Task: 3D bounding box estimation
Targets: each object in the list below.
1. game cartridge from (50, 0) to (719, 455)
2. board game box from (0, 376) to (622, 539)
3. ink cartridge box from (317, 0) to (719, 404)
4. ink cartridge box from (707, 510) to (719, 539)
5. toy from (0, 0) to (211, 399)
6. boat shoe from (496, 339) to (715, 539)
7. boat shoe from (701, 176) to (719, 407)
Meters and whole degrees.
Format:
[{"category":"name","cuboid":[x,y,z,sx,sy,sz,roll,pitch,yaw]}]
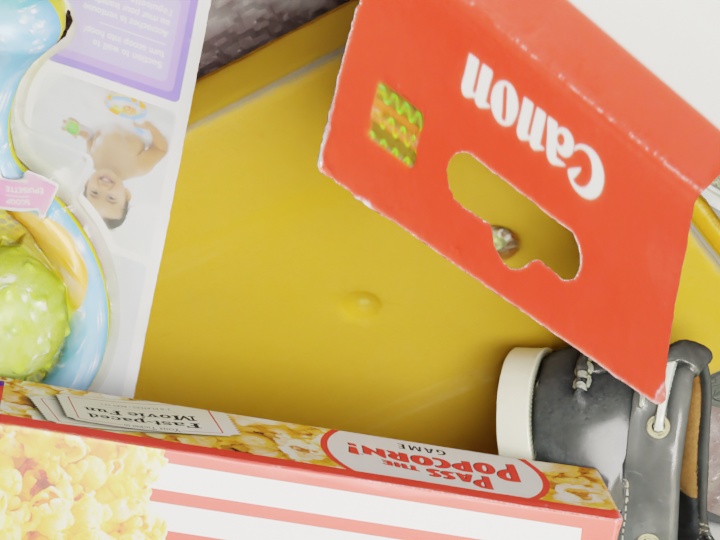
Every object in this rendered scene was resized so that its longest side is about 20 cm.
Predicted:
[{"category":"game cartridge","cuboid":[0.000,0.000,0.803,0.200,0.032,0.176,-23,131,24]},{"category":"board game box","cuboid":[-0.040,0.117,0.742,0.200,0.046,0.152,9,104,-7]},{"category":"ink cartridge box","cuboid":[0.075,-0.086,0.711,0.162,0.050,0.200,34,61,-42]},{"category":"ink cartridge box","cuboid":[0.036,0.145,0.851,0.200,0.047,0.160,14,90,-30]},{"category":"toy","cuboid":[-0.118,-0.004,0.751,0.115,0.047,0.200,19,114,10]},{"category":"boat shoe","cuboid":[0.094,0.115,0.801,0.067,0.072,0.200,-9,107,15]},{"category":"boat shoe","cuboid":[0.100,-0.016,0.861,0.202,0.065,0.074,30,128,-34]}]
